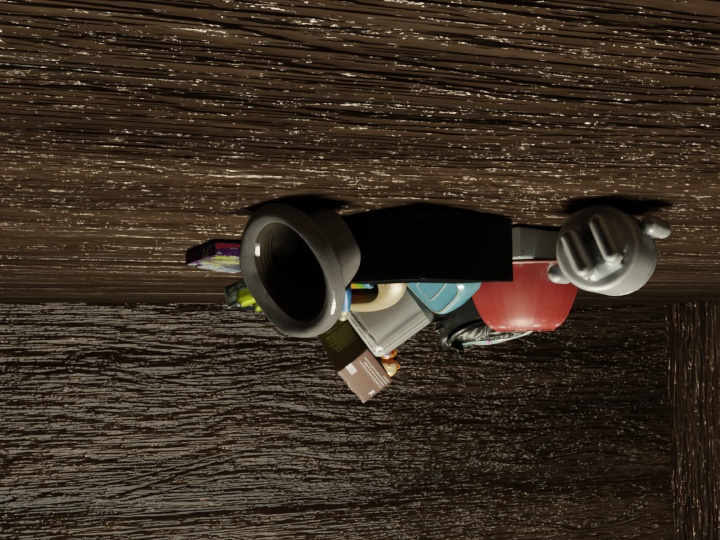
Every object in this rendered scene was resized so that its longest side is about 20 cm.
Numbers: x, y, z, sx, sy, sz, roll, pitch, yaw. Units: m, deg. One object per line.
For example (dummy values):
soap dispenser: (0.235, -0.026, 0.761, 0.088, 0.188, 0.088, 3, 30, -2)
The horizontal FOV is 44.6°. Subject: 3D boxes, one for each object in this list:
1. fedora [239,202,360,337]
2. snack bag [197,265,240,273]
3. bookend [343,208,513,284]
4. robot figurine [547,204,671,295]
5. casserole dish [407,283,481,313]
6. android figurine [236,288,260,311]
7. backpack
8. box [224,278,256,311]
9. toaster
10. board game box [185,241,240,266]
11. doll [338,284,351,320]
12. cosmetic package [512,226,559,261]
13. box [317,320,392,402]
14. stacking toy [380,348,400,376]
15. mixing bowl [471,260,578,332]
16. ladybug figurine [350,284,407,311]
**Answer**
fedora: (-0.068, -0.013, 1.150, 0.090, 0.177, 0.200, -32, 167, -36)
snack bag: (-0.198, -0.011, 1.785, 0.187, 0.022, 0.199, -5, 173, 36)
bookend: (0.082, -0.027, 1.251, 0.198, 0.094, 0.197, 2, 176, -44)
robot figurine: (0.334, -0.026, 1.183, 0.168, 0.114, 0.199, -25, 164, 25)
casserole dish: (0.125, 0.011, 1.424, 0.039, 0.121, 0.200, -42, 174, -22)
android figurine: (-0.124, 0.030, 1.626, 0.198, 0.042, 0.182, -18, 163, 15)
backpack: (0.239, 0.057, 1.613, 0.197, 0.169, 0.127, -7, -165, 14)
box: (-0.147, 0.027, 1.750, 0.198, 0.047, 0.158, -24, 162, 28)
toaster: (0.041, 0.063, 1.560, 0.129, 0.201, 0.114, -38, 174, 1)
board game box: (-0.230, -0.027, 1.562, 0.119, 0.033, 0.199, 6, 173, -25)
doll: (-0.065, 0.026, 1.431, 0.199, 0.137, 0.048, -29, -174, 37)
cosmetic package: (0.233, -0.033, 1.441, 0.149, 0.052, 0.199, 6, 172, -40)
box: (-0.025, 0.139, 1.627, 0.075, 0.200, 0.100, -35, 128, 2)
stacking toy: (0.053, 0.101, 1.666, 0.114, 0.203, 0.110, 3, 174, -9)
mixing bowl: (0.266, 0.045, 1.433, 0.197, 0.110, 0.200, -1, 177, 0)
ladybug figurine: (0.000, 0.000, 1.456, 0.198, 0.137, 0.072, 1, -145, 33)
